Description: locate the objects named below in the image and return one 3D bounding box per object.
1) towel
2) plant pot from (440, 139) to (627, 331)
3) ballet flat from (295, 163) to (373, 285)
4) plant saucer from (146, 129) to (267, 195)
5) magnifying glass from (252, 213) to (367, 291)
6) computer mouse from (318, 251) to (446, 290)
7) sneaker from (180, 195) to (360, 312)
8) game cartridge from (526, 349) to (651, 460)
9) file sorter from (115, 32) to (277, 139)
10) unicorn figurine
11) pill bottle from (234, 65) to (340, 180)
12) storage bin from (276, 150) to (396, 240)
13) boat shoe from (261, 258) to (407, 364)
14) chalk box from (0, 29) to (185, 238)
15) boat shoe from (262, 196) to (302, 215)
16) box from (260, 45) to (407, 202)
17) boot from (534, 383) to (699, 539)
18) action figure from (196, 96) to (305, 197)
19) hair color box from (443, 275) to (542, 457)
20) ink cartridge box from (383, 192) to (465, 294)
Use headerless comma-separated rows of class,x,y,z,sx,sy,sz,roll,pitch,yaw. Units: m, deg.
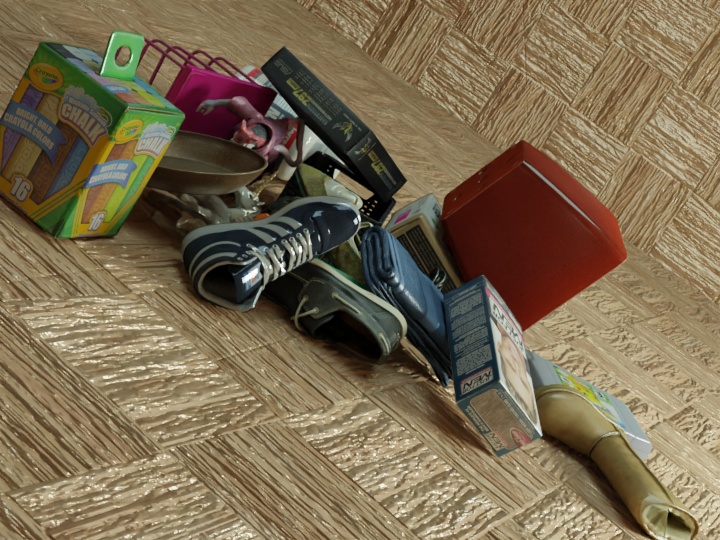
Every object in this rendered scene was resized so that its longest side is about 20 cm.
towel,0.064,0.042,1.609,0.200,0.048,0.112,48,21,-35
plant pot,0.212,-0.054,1.787,0.176,0.200,0.200,52,15,-10
ballet flat,-0.019,-0.056,1.681,0.071,0.071,0.200,12,50,-53
plant saucer,-0.207,-0.123,1.552,0.200,0.037,0.200,11,16,-3
magnifying glass,-0.052,0.000,1.562,0.079,0.022,0.200,-5,-37,44
computer mouse,0.000,0.000,1.718,0.200,0.110,0.044,31,-23,15
sneaker,-0.090,-0.017,1.449,0.199,0.070,0.109,-14,29,-4
game cartridge,0.299,0.183,1.836,0.200,0.041,0.133,28,19,-17
file sorter,-0.238,-0.222,1.804,0.125,0.139,0.200,38,16,24
unicorn figurine,-0.178,-0.069,1.600,0.137,0.074,0.200,28,32,-20
pill bottle,-0.117,-0.206,2.034,0.200,0.120,0.120,33,15,3
storage bin,-0.039,-0.079,1.848,0.135,0.094,0.200,33,14,0
boat shoe,-0.047,0.039,1.515,0.200,0.072,0.068,28,43,6
chalk box,-0.272,-0.148,1.375,0.124,0.200,0.124,37,16,16
boat shoe,-0.086,-0.058,1.637,0.072,0.066,0.201,27,-4,-15
box,-0.035,-0.196,1.835,0.200,0.051,0.158,46,-2,29
boot,0.302,0.230,1.635,0.175,0.066,0.200,25,18,-28
action figure,-0.133,-0.150,1.727,0.148,0.134,0.200,0,-4,-9
hair color box,0.150,0.107,1.567,0.100,0.060,0.200,51,21,-30
ink cartridge box,0.101,-0.007,1.834,0.165,0.075,0.200,59,14,-7
